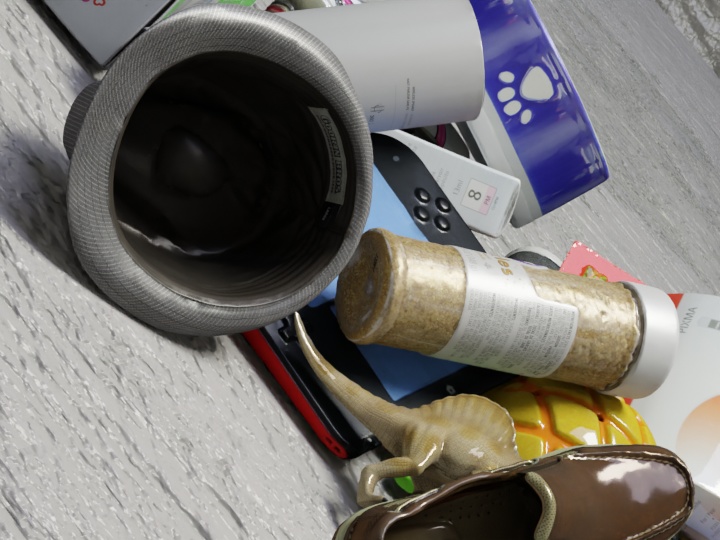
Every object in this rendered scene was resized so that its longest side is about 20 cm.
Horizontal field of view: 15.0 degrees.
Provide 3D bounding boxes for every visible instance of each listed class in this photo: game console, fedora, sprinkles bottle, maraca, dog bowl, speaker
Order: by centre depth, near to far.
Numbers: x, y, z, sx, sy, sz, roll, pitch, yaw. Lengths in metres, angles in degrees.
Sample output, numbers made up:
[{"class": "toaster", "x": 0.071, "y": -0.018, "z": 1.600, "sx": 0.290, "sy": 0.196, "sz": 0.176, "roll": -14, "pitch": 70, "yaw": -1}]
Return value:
[{"class": "fedora", "x": -0.090, "y": -0.058, "z": 1.474, "sx": 0.200, "sy": 0.177, "sz": 0.090, "roll": 16, "pitch": 3, "yaw": -37}, {"class": "sprinkles bottle", "x": 0.086, "y": 0.026, "z": 1.577, "sx": 0.200, "sy": 0.068, "sz": 0.068, "roll": 12, "pitch": 34, "yaw": -28}, {"class": "game console", "x": 0.004, "y": 0.009, "z": 1.600, "sx": 0.200, "sy": 0.031, "sz": 0.177, "roll": -23, "pitch": 70, "yaw": -46}, {"class": "maraca", "x": 0.102, "y": 0.123, "z": 1.620, "sx": 0.200, "sy": 0.107, "sz": 0.137, "roll": -10, "pitch": 51, "yaw": -46}, {"class": "speaker", "x": -0.028, "y": -0.117, "z": 1.637, "sx": 0.081, "sy": 0.200, "sz": 0.081, "roll": 172, "pitch": -90, "yaw": -78}, {"class": "dog bowl", "x": 0.100, "y": -0.135, "z": 1.961, "sx": 0.200, "sy": 0.079, "sz": 0.200, "roll": 63, "pitch": 1, "yaw": -2}]

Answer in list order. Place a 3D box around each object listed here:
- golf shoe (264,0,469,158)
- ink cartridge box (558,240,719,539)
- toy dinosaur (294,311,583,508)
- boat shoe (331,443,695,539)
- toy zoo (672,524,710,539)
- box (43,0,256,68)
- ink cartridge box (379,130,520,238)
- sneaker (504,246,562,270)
[{"class": "golf shoe", "x": 0.018, "y": -0.146, "z": 1.996, "sx": 0.200, "sy": 0.092, "sz": 0.073, "roll": 44, "pitch": -23, "yaw": -24}, {"class": "ink cartridge box", "x": 0.204, "y": 0.072, "z": 1.762, "sx": 0.200, "sy": 0.050, "sz": 0.162, "roll": 33, "pitch": 51, "yaw": -2}, {"class": "toy dinosaur", "x": 0.037, "y": 0.103, "z": 1.498, "sx": 0.200, "sy": 0.101, "sz": 0.058, "roll": 21, "pitch": -33, "yaw": 13}, {"class": "boat shoe", "x": 0.089, "y": 0.132, "z": 1.404, "sx": 0.075, "sy": 0.202, "sz": 0.075, "roll": 134, "pitch": -61, "yaw": -67}, {"class": "toy zoo", "x": 0.218, "y": 0.174, "z": 1.849, "sx": 0.200, "sy": 0.020, "sz": 0.131, "roll": 39, "pitch": -7, "yaw": -34}, {"class": "box", "x": -0.158, "y": -0.224, "z": 1.729, "sx": 0.176, "sy": 0.097, "sz": 0.200, "roll": 48, "pitch": 15, "yaw": 4}, {"class": "ink cartridge box", "x": -0.002, "y": -0.083, "z": 1.830, "sx": 0.200, "sy": 0.057, "sz": 0.163, "roll": 19, "pitch": 3, "yaw": -9}, {"class": "sneaker", "x": 0.166, "y": 0.072, "z": 1.970, "sx": 0.200, "sy": 0.073, "sz": 0.112, "roll": 41, "pitch": 19, "yaw": 1}]
